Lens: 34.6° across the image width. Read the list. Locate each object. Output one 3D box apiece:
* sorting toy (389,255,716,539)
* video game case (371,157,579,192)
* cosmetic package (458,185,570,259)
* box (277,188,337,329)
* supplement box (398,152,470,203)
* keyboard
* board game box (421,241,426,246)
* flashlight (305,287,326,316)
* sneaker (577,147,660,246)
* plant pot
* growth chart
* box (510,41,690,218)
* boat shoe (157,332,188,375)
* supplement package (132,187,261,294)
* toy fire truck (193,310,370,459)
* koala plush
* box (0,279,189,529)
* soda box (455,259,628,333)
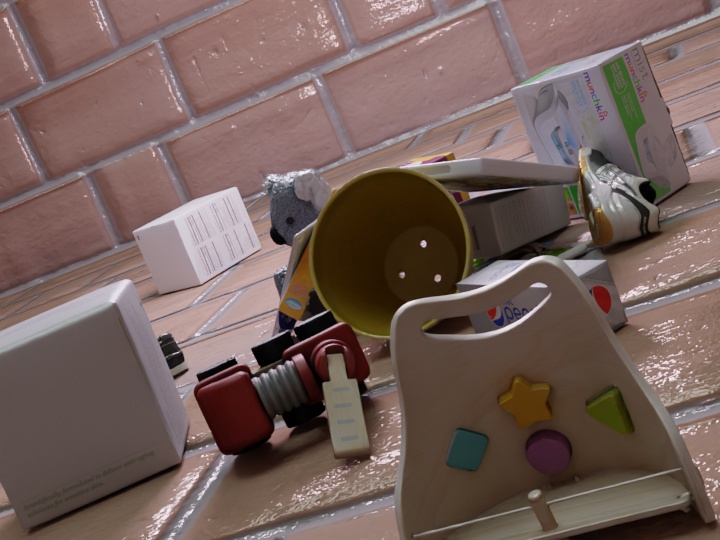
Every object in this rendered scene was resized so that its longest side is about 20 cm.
[{"bbox_3d":[0.106,0.089,0.760,0.198,0.181,0.107,-19,12,19],"label":"sorting toy"},{"bbox_3d":[0.143,-0.117,1.448,0.181,0.023,0.199,-2,0,45],"label":"video game case"},{"bbox_3d":[0.188,-0.068,1.536,0.101,0.075,0.199,-8,10,37],"label":"cosmetic package"},{"bbox_3d":[-0.048,-0.006,1.568,0.041,0.201,0.119,24,2,14],"label":"box"},{"bbox_3d":[0.071,-0.118,2.019,0.199,0.104,0.131,-30,14,-27],"label":"supplement box"},{"bbox_3d":[-0.090,0.022,1.567,0.011,0.201,0.056,26,39,14],"label":"keyboard"},{"bbox_3d":[0.140,-0.058,1.799,0.119,0.033,0.200,-19,11,43],"label":"board game box"},{"bbox_3d":[0.000,0.000,1.554,0.068,0.068,0.200,-26,8,39],"label":"flashlight"},{"bbox_3d":[0.320,-0.092,1.439,0.087,0.076,0.201,-8,33,4],"label":"sneaker"},{"bbox_3d":[0.056,-0.014,1.406,0.199,0.202,0.142,-19,-12,18],"label":"plant pot"},{"bbox_3d":[0.196,-0.009,1.475,0.144,0.018,0.199,-29,13,-29],"label":"growth chart"},{"bbox_3d":[0.324,-0.184,1.561,0.096,0.201,0.176,-30,14,-30],"label":"box"},{"bbox_3d":[-0.337,0.134,1.762,0.199,0.068,0.072,-14,16,47],"label":"boat shoe"},{"bbox_3d":[-0.353,-0.065,2.514,0.151,0.152,0.200,-12,15,42],"label":"supplement package"},{"bbox_3d":[-0.066,0.130,1.144,0.175,0.130,0.200,-25,1,-7],"label":"toy fire truck"},{"bbox_3d":[-0.066,-0.064,1.728,0.183,0.201,0.177,-37,15,-19],"label":"koala plush"},{"bbox_3d":[-0.323,0.146,1.324,0.198,0.202,0.171,-23,9,-2],"label":"box"},{"bbox_3d":[0.180,0.031,1.181,0.063,0.069,0.200,-27,11,-22],"label":"soda box"}]
